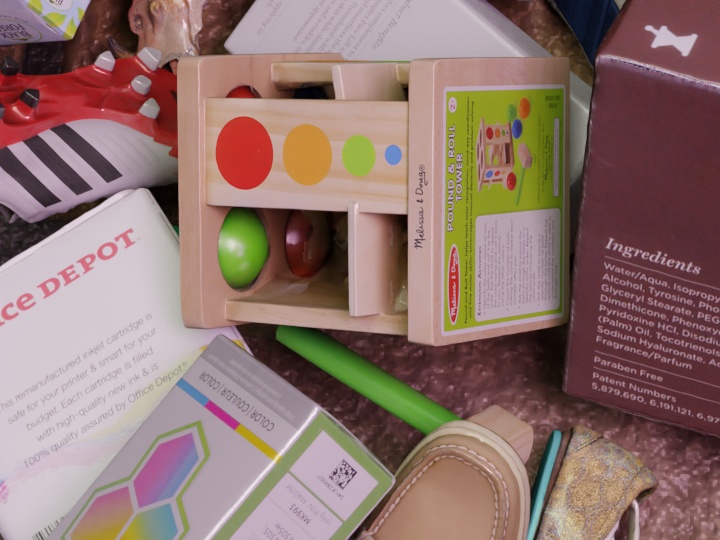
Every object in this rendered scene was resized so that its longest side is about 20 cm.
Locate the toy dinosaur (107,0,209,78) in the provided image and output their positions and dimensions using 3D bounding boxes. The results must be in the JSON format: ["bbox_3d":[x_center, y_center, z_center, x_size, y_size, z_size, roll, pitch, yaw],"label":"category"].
[{"bbox_3d":[-0.076,-0.198,1.448,0.135,0.086,0.200,-24,32,32],"label":"toy dinosaur"}]

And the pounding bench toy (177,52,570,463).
[{"bbox_3d":[0.000,0.000,1.284,0.156,0.124,0.201,3,96,33],"label":"pounding bench toy"}]

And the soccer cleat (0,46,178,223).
[{"bbox_3d":[-0.142,-0.061,1.360,0.069,0.200,0.085,55,127,29],"label":"soccer cleat"}]

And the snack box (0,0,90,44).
[{"bbox_3d":[-0.199,-0.186,1.436,0.200,0.053,0.143,1,62,46],"label":"snack box"}]

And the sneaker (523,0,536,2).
[{"bbox_3d":[0.058,-0.229,1.414,0.100,0.069,0.200,-49,47,29],"label":"sneaker"}]

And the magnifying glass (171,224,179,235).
[{"bbox_3d":[-0.095,-0.098,1.450,0.079,0.022,0.201,-13,66,3],"label":"magnifying glass"}]

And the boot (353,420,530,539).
[{"bbox_3d":[-0.005,0.168,1.193,0.072,0.155,0.200,34,114,13],"label":"boot"}]

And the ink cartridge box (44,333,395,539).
[{"bbox_3d":[-0.086,0.133,1.198,0.200,0.059,0.104,-50,31,-5],"label":"ink cartridge box"}]

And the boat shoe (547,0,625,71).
[{"bbox_3d":[0.135,-0.161,1.418,0.072,0.072,0.200,-7,54,-19],"label":"boat shoe"}]

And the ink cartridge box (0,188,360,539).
[{"bbox_3d":[-0.109,0.085,1.326,0.147,0.086,0.200,-31,67,-4],"label":"ink cartridge box"}]

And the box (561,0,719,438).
[{"bbox_3d":[0.197,-0.043,1.250,0.164,0.200,0.166,16,43,16],"label":"box"}]

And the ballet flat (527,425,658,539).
[{"bbox_3d":[0.086,0.168,1.277,0.070,0.071,0.201,18,70,16],"label":"ballet flat"}]

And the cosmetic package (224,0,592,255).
[{"bbox_3d":[0.038,-0.088,1.378,0.200,0.074,0.102,43,103,22],"label":"cosmetic package"}]
